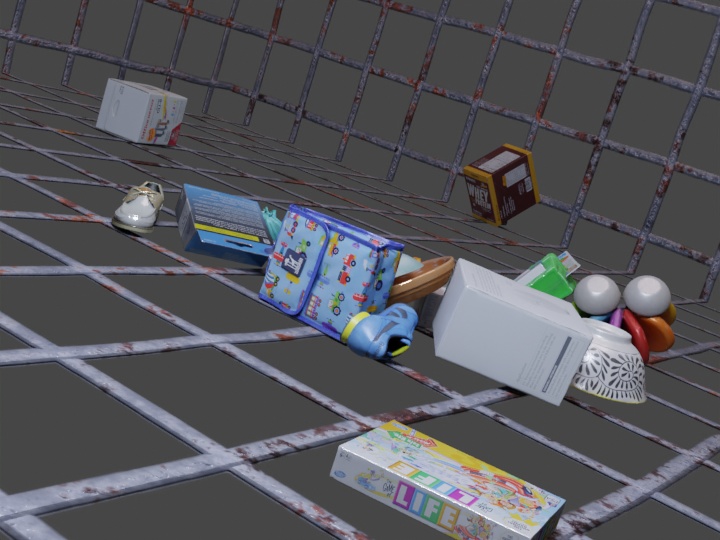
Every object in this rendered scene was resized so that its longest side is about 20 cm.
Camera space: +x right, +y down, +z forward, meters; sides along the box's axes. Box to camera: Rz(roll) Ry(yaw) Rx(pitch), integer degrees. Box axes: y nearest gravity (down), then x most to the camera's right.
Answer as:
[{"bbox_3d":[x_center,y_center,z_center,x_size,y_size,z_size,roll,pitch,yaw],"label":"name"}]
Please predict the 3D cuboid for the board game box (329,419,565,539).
[{"bbox_3d":[0.087,0.213,1.003,0.200,0.034,0.134,22,12,21],"label":"board game box"}]

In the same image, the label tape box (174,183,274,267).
[{"bbox_3d":[-0.230,-0.061,1.755,0.144,0.063,0.200,13,28,-25],"label":"label tape box"}]

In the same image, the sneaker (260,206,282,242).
[{"bbox_3d":[-0.188,-0.082,1.916,0.200,0.080,0.078,13,12,-18],"label":"sneaker"}]

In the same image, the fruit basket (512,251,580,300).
[{"bbox_3d":[0.332,0.027,1.977,0.094,0.185,0.200,51,10,-11],"label":"fruit basket"}]

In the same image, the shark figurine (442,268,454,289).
[{"bbox_3d":[0.132,0.019,1.830,0.214,0.090,0.128,5,-34,2],"label":"shark figurine"}]

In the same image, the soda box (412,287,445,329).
[{"bbox_3d":[0.191,0.080,1.755,0.200,0.064,0.068,16,11,-12],"label":"soda box"}]

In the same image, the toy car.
[{"bbox_3d":[0.474,0.107,1.876,0.200,0.175,0.150,2,51,12],"label":"toy car"}]

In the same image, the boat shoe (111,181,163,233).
[{"bbox_3d":[-0.383,-0.112,1.786,0.075,0.069,0.200,16,11,-10],"label":"boat shoe"}]

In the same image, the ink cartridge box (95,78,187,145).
[{"bbox_3d":[-0.604,-0.436,2.845,0.144,0.146,0.200,22,12,19],"label":"ink cartridge box"}]

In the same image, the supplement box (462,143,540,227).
[{"bbox_3d":[0.482,-0.291,3.507,0.200,0.198,0.133,-30,33,-21],"label":"supplement box"}]

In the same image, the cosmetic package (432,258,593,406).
[{"bbox_3d":[0.221,0.089,1.560,0.200,0.123,0.199,24,12,-2],"label":"cosmetic package"}]

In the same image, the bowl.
[{"bbox_3d":[0.391,0.137,1.707,0.200,0.094,0.201,16,11,-3],"label":"bowl"}]

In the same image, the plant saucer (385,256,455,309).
[{"bbox_3d":[0.060,0.028,1.645,0.200,0.038,0.200,-20,5,2],"label":"plant saucer"}]

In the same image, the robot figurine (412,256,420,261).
[{"bbox_3d":[0.159,0.031,1.956,0.145,0.058,0.200,13,11,-19],"label":"robot figurine"}]

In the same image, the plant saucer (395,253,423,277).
[{"bbox_3d":[0.000,0.000,1.650,0.201,0.039,0.201,-15,4,1],"label":"plant saucer"}]

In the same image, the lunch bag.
[{"bbox_3d":[-0.057,-0.001,1.528,0.200,0.151,0.094,23,12,27],"label":"lunch bag"}]

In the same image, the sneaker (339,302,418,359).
[{"bbox_3d":[0.046,0.095,1.469,0.078,0.066,0.200,34,16,20],"label":"sneaker"}]
